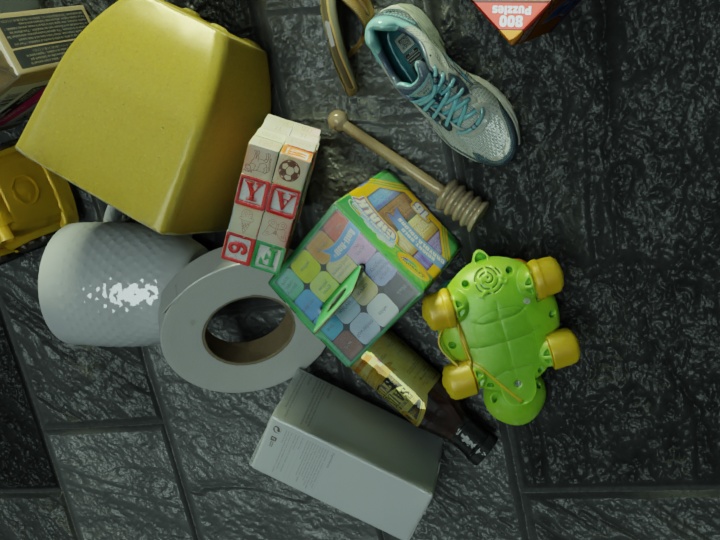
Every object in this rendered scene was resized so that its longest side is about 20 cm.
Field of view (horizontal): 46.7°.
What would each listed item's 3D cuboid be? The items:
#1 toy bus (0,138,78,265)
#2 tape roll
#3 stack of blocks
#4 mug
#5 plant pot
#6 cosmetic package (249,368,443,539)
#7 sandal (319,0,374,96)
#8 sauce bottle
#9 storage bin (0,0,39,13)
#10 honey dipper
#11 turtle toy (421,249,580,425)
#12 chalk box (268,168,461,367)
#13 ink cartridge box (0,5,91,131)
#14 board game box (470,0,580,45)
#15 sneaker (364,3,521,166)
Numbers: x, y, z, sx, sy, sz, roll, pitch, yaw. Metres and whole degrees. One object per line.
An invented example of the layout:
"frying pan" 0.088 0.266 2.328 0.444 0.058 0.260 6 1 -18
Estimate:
"toy bus" -0.487 -0.063 1.036 0.198 0.192 0.137 -19 101 28
"tape roll" -0.129 0.057 0.941 0.200 0.037 0.205 -10 132 -10
"stack of blocks" -0.082 -0.093 0.846 0.058 0.201 0.117 16 113 -4
"mug" -0.264 -0.009 0.999 0.173 0.148 0.203 1 77 17
"plant pot" -0.202 -0.174 0.889 0.192 0.195 0.202 28 101 12
"cosmetic package" -0.011 0.208 0.953 0.198 0.113 0.082 28 116 3
"sandal" -0.014 -0.280 0.839 0.053 0.080 0.203 -5 101 4
"sauce bottle" 0.067 0.138 0.939 0.199 0.066 0.066 40 117 8
"storage bin" -0.484 -0.351 0.978 0.197 0.146 0.136 -3 116 23
"honey dipper" 0.047 -0.113 0.884 0.199 0.038 0.038 37 117 11
"turtle toy" 0.145 0.072 0.863 0.144 0.101 0.203 -16 104 2
"chalk box" 0.000 0.000 0.846 0.124 0.200 0.124 46 118 3
"ink cartridge box" -0.418 -0.223 0.968 0.198 0.165 0.076 -24 99 28
"board game box" 0.145 -0.335 0.676 0.200 0.200 0.200 47 118 2
"sneaker" 0.074 -0.174 0.822 0.200 0.086 0.078 46 119 3
